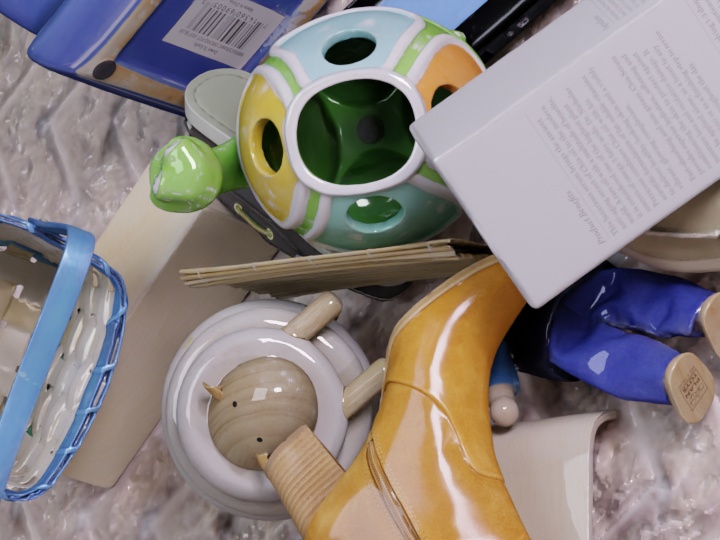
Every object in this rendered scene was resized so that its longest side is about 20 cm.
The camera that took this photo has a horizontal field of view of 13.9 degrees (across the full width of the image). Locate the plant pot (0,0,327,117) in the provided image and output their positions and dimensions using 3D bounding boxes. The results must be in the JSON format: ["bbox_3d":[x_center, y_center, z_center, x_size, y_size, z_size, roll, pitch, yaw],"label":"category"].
[{"bbox_3d":[-0.127,-0.212,1.837,0.200,0.200,0.180,-48,56,18],"label":"plant pot"}]

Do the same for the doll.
[{"bbox_3d":[0.114,0.031,1.620,0.200,0.048,0.137,16,68,47],"label":"doll"}]

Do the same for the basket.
[{"bbox_3d":[-0.210,0.047,1.733,0.177,0.139,0.200,-67,15,2],"label":"basket"}]

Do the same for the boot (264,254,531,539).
[{"bbox_3d":[0.056,0.098,1.564,0.201,0.071,0.144,-43,60,3],"label":"boot"}]

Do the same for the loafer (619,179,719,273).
[{"bbox_3d":[0.203,-0.042,1.542,0.199,0.068,0.076,7,50,37],"label":"loafer"}]

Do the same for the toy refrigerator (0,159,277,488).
[{"bbox_3d":[-0.142,0.031,1.841,0.200,0.076,0.070,-55,47,14],"label":"toy refrigerator"}]

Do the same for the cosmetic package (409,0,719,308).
[{"bbox_3d":[0.137,-0.084,1.508,0.200,0.102,0.071,-35,21,3],"label":"cosmetic package"}]

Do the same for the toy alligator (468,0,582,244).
[{"bbox_3d":[0.121,-0.088,1.661,0.054,0.059,0.201,28,116,11],"label":"toy alligator"}]

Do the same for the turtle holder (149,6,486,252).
[{"bbox_3d":[-0.015,-0.082,1.647,0.185,0.132,0.142,15,96,4],"label":"turtle holder"}]

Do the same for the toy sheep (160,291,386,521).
[{"bbox_3d":[-0.049,0.078,1.690,0.137,0.200,0.139,0,83,1],"label":"toy sheep"}]

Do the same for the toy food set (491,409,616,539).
[{"bbox_3d":[0.073,0.178,1.612,0.143,0.060,0.201,-9,70,28],"label":"toy food set"}]

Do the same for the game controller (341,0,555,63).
[{"bbox_3d":[0.039,-0.147,1.746,0.200,0.042,0.105,-41,53,12],"label":"game controller"}]

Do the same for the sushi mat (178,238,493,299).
[{"bbox_3d":[0.000,0.000,1.651,0.199,0.095,0.012,-7,82,39],"label":"sushi mat"}]

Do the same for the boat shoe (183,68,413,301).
[{"bbox_3d":[-0.034,-0.043,1.779,0.201,0.072,0.061,44,145,31],"label":"boat shoe"}]
